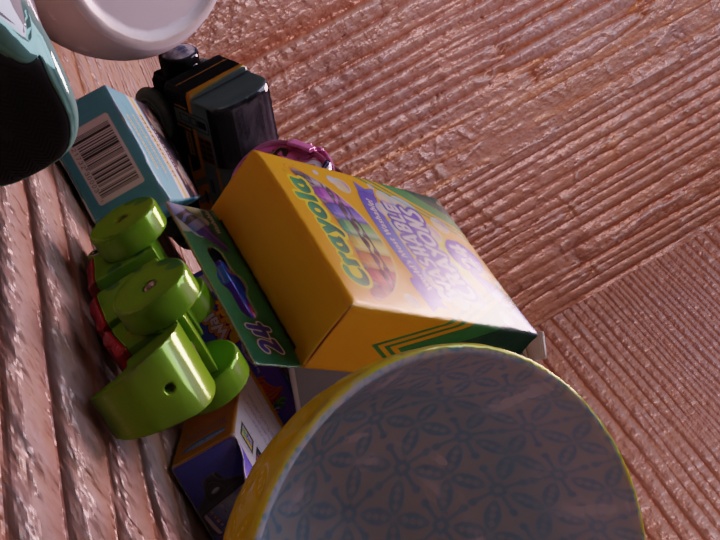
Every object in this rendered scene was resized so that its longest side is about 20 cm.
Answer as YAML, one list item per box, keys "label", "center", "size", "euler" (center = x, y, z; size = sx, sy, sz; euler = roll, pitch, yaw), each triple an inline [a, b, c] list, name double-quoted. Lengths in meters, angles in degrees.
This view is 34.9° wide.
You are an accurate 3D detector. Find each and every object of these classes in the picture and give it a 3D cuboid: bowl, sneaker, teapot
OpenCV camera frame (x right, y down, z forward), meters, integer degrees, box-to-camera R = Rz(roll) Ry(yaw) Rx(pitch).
- label: "bowl"
  center: [0.016, 0.134, 0.496]
  size: [0.108, 0.200, 0.201]
  euler: [-12, -71, 59]
- label: "sneaker"
  center: [-0.184, -0.140, 0.444]
  size: [0.200, 0.077, 0.140]
  euler: [75, -12, -46]
- label: "teapot"
  center: [-0.206, -0.253, 0.848]
  size: [0.146, 0.197, 0.201]
  euler: [14, -57, 37]

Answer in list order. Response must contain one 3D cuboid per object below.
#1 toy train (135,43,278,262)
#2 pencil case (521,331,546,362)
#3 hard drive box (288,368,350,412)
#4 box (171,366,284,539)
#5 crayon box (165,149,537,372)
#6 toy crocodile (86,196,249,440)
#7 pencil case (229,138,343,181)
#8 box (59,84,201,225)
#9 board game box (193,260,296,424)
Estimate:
- label: "toy train"
  center: [-0.113, -0.082, 0.920]
  size: [0.114, 0.085, 0.201]
  euler: [28, -42, 39]
- label: "pencil case"
  center: [0.089, 0.103, 0.857]
  size: [0.200, 0.089, 0.078]
  euler: [80, 14, -61]
- label: "hard drive box"
  center: [0.002, 0.093, 0.803]
  size: [0.156, 0.076, 0.201]
  euler: [-90, 174, -60]
- label: "box"
  center: [-0.054, 0.126, 0.628]
  size: [0.119, 0.041, 0.200]
  euler: [61, 2, -9]
- label: "crayon box"
  center: [0.000, 0.000, 0.664]
  size: [0.200, 0.052, 0.126]
  euler: [9, 38, -46]
- label: "toy crocodile"
  center: [-0.105, 0.020, 0.560]
  size: [0.068, 0.062, 0.200]
  euler: [62, -5, -30]
- label: "pencil case"
  center: [-0.038, -0.006, 0.896]
  size: [0.083, 0.086, 0.200]
  euler: [-106, 180, -48]
- label: "box"
  center: [-0.156, -0.072, 0.778]
  size: [0.083, 0.049, 0.200]
  euler: [61, 0, -5]
- label: "board game box"
  center: [-0.079, 0.073, 0.901]
  size: [0.135, 0.045, 0.200]
  euler: [61, 0, 9]
